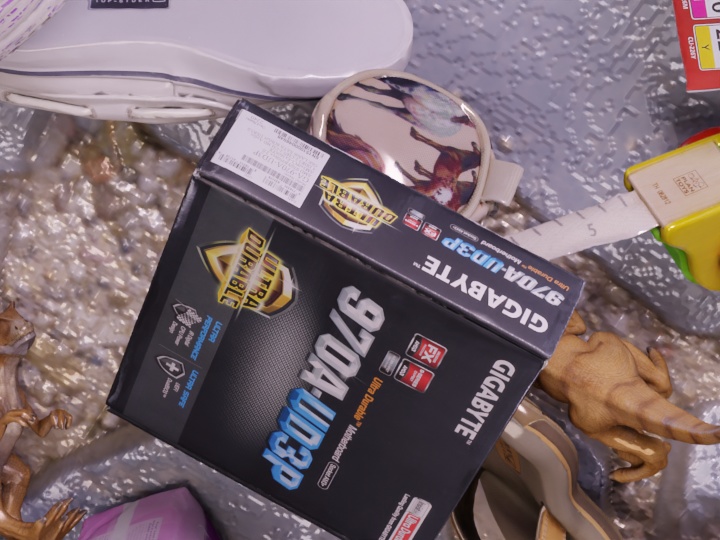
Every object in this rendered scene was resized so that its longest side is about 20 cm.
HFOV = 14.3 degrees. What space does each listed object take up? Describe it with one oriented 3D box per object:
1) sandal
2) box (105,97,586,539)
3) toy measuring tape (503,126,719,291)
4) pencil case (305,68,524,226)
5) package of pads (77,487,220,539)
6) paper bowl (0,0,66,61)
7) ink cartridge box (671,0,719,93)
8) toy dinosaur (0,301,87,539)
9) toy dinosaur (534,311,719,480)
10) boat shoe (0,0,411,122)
[{"bbox_3d":[0.071,0.112,1.313,0.080,0.054,0.200,31,162,30],"label":"sandal"},{"bbox_3d":[-0.012,0.032,1.198,0.158,0.046,0.200,29,145,1],"label":"box"},{"bbox_3d":[0.128,-0.012,1.227,0.199,0.074,0.074,-21,119,-15],"label":"toy measuring tape"},{"bbox_3d":[0.000,0.000,1.258,0.089,0.078,0.200,31,146,4],"label":"pencil case"},{"bbox_3d":[-0.099,0.211,1.371,0.075,0.200,0.121,-19,117,18],"label":"package of pads"},{"bbox_3d":[-0.188,-0.167,1.193,0.200,0.202,0.104,-13,159,21],"label":"paper bowl"},{"bbox_3d":[0.203,-0.184,1.129,0.175,0.084,0.201,-5,118,17],"label":"ink cartridge box"},{"bbox_3d":[-0.194,0.102,1.425,0.106,0.060,0.200,40,114,11],"label":"toy dinosaur"},{"bbox_3d":[0.110,0.054,1.254,0.200,0.106,0.061,30,87,38],"label":"toy dinosaur"},{"bbox_3d":[-0.076,-0.095,1.257,0.199,0.072,0.066,-1,149,3],"label":"boat shoe"}]
